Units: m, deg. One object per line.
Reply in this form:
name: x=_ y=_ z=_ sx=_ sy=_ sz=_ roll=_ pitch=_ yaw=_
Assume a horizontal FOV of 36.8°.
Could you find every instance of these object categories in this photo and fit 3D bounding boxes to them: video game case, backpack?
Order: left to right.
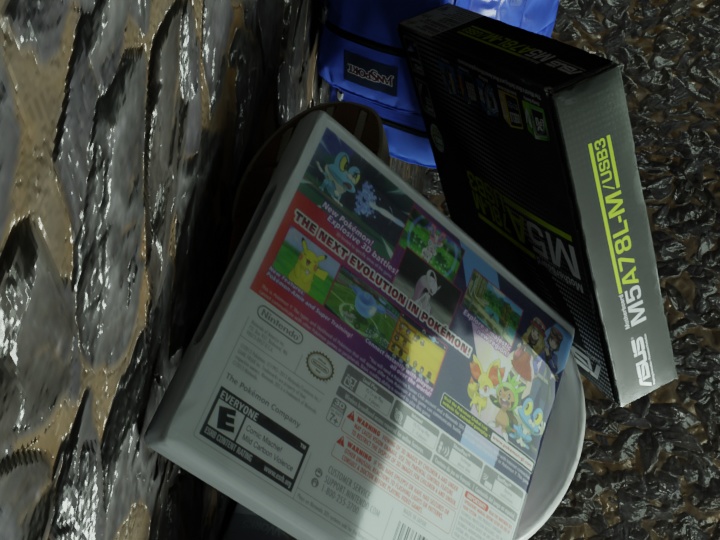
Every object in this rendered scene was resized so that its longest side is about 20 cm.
video game case: x=0.014 y=0.052 z=0.525 sx=0.023 sy=0.200 sz=0.183 roll=-18 pitch=-139 yaw=50
backpack: x=0.045 y=-0.176 z=0.786 sx=0.168 sy=0.162 sz=0.201 roll=-36 pitch=141 yaw=-42

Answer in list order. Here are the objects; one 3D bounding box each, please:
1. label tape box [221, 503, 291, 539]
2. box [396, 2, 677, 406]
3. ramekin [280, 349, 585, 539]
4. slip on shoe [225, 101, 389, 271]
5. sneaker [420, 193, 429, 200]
label tape box: x=-0.057 y=0.216 z=0.696 sx=0.200 sy=0.066 sz=0.144 roll=-64 pitch=162 yaw=-58
box: x=0.099 y=-0.047 z=0.640 sx=0.200 sy=0.047 sz=0.194 roll=-133 pitch=-156 yaw=-59
ramekin: x=0.024 y=0.091 z=0.637 sx=0.094 sy=0.201 sz=0.203 roll=93 pitch=7 yaw=-60
slip on shoe: x=-0.032 y=0.002 z=0.569 sx=0.061 sy=0.076 sz=0.201 roll=76 pitch=24 yaw=-59
sneaker: x=0.000 y=0.000 z=0.868 sx=0.200 sy=0.090 sz=0.076 roll=-77 pitch=-176 yaw=-55
